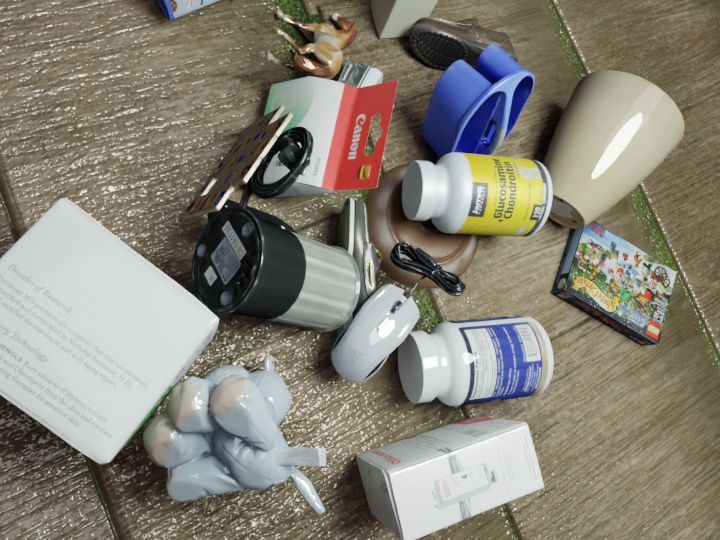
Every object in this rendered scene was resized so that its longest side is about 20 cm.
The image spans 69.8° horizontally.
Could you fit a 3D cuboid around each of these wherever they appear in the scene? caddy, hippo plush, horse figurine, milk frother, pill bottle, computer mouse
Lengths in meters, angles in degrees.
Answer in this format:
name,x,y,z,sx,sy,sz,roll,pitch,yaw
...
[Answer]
name,x,y,z,sx,sy,sz,roll,pitch,yaw
caddy,0.178,-0.228,0.771,0.140,0.201,0.106,-30,71,-17
hippo plush,-0.133,0.158,0.602,0.195,0.162,0.163,3,115,-2
horse figurine,-0.068,-0.335,0.768,0.130,0.050,0.203,17,45,-18
milk frother,-0.074,-0.041,0.625,0.187,0.198,0.184,18,46,-54
pill bottle,0.164,-0.109,0.744,0.195,0.112,0.115,1,79,-16
pill bottle,0.159,0.128,0.731,0.195,0.116,0.119,-2,80,-16
computer mouse,0.039,0.061,0.674,0.109,0.044,0.201,39,83,6

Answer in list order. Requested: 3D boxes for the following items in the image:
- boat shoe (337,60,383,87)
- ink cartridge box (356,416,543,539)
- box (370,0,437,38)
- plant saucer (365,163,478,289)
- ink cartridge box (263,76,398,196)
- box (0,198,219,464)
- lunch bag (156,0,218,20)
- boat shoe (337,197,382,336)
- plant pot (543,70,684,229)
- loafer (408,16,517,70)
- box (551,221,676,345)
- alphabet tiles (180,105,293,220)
name,x,y,z,sx,sy,sz,roll,pitch,yaw
boat shoe,-0.035,-0.229,0.777,0.070,0.072,0.203,24,68,6
ink cartridge box,0.109,0.260,0.673,0.196,0.146,0.085,-12,82,-17
box,0.082,-0.442,0.775,0.081,0.200,0.070,-13,82,-19
plant saucer,0.102,-0.076,0.797,0.196,0.037,0.205,4,77,-16
ink cartridge box,-0.056,-0.186,0.700,0.050,0.197,0.165,30,67,-51
box,-0.284,0.069,0.567,0.199,0.199,0.173,38,71,-7
lunch bag,-0.255,-0.493,0.732,0.168,0.124,0.202,-29,74,-20
boat shoe,0.000,0.000,0.734,0.059,0.072,0.206,2,86,-14
plant pot,0.376,-0.177,0.837,0.186,0.187,0.201,38,85,-6
loafer,0.169,-0.382,0.865,0.196,0.073,0.073,8,68,-21
box,0.431,0.020,0.873,0.197,0.038,0.139,28,73,-10
alphabet tiles,-0.154,-0.138,0.652,0.008,0.198,0.169,40,71,-27
